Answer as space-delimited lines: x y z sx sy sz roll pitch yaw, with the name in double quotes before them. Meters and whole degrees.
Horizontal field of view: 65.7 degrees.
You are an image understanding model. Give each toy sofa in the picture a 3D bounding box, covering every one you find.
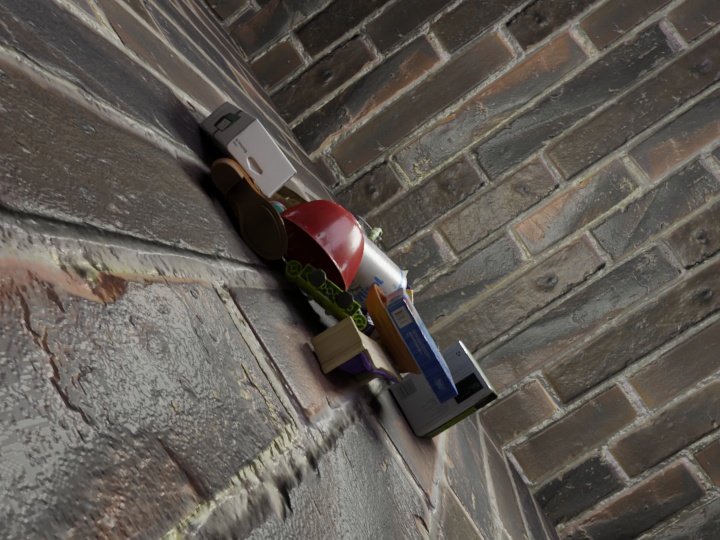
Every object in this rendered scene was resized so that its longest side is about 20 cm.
"toy sofa" -0.001 0.161 0.983 0.098 0.083 0.200 63 9 24

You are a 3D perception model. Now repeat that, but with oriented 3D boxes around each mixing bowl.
"mixing bowl" -0.065 -0.061 1.066 0.200 0.108 0.200 39 -20 17

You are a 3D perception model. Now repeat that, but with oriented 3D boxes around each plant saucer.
"plant saucer" 0.064 0.122 1.114 0.201 0.037 0.200 60 5 -9
"plant saucer" -0.143 -0.139 1.391 0.200 0.035 0.200 37 -7 6

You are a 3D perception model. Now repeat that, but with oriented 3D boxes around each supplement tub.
"supplement tub" 0.000 0.000 1.267 0.200 0.132 0.132 40 14 -33

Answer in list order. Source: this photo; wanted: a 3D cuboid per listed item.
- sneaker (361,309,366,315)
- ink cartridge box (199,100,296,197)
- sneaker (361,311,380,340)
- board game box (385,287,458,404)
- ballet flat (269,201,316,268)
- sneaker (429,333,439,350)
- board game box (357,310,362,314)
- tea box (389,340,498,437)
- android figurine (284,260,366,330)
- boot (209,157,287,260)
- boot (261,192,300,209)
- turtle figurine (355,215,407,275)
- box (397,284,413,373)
"sneaker" 0.049 0.134 1.418 0.108 0.067 0.201 56 -11 -8
"ink cartridge box" -0.233 -0.252 1.150 0.146 0.084 0.200 52 -7 -38
"sneaker" 0.011 0.145 1.232 0.115 0.080 0.199 54 -2 23
"board game box" 0.116 0.138 1.092 0.200 0.043 0.199 60 5 -2
"ballet flat" -0.143 -0.059 1.173 0.200 0.069 0.071 54 -13 -13
"sneaker" 0.140 0.224 1.444 0.202 0.077 0.147 -129 -145 -57
"board game box" -0.056 0.048 1.361 0.135 0.034 0.200 50 8 -37
"tea box" 0.204 0.290 1.332 0.134 0.200 0.197 59 6 26
"android figurine" -0.065 0.048 1.035 0.182 0.041 0.200 39 -13 -2
"boot" -0.197 -0.119 1.014 0.200 0.074 0.155 60 -2 -15
"boot" -0.174 -0.146 1.295 0.200 0.075 0.074 56 9 20
"turtle figurine" 0.018 -0.035 1.436 0.194 0.144 0.200 43 -9 -10
"box" 0.099 0.137 1.347 0.119 0.041 0.201 107 -17 -66
